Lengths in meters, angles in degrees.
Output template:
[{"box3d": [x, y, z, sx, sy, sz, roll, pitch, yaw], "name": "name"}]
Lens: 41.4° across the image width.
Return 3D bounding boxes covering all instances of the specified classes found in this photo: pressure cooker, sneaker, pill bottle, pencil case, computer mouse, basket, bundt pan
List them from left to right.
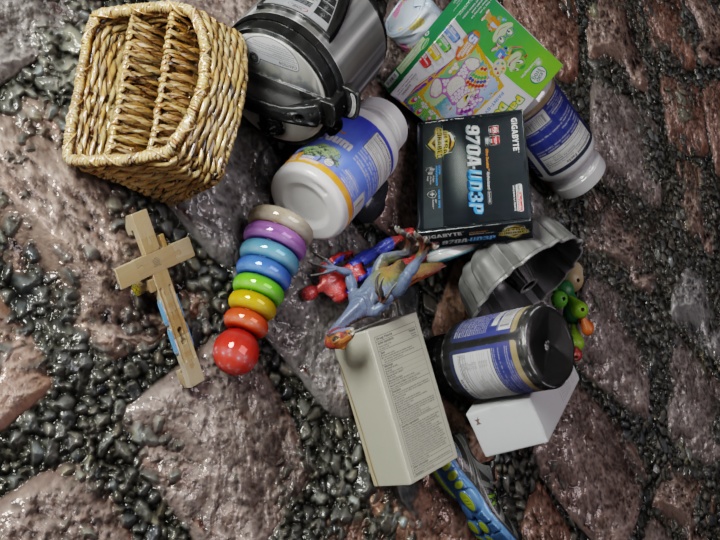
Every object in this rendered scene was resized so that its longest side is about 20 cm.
[{"box3d": [-0.219, -0.195, 1.041, 0.148, 0.142, 0.203, 23, 64, -38], "name": "basket"}, {"box3d": [-0.075, -0.254, 1.171, 0.179, 0.175, 0.201, 53, 50, -22], "name": "pressure cooker"}, {"box3d": [-0.019, -0.141, 1.237, 0.113, 0.111, 0.200, 54, 49, -18], "name": "pill bottle"}, {"box3d": [0.034, -0.147, 1.343, 0.059, 0.034, 0.202, 41, 54, -27], "name": "computer mouse"}, {"box3d": [0.129, -0.335, 1.444, 0.199, 0.090, 0.084, 33, 70, -31], "name": "pencil case"}, {"box3d": [0.141, -0.093, 1.404, 0.199, 0.079, 0.132, -30, 96, -46], "name": "sneaker"}, {"box3d": [0.173, 0.309, 1.324, 0.083, 0.070, 0.201, -43, 106, -34], "name": "sneaker"}, {"box3d": [0.181, 0.116, 1.294, 0.111, 0.199, 0.113, 13, 71, -40], "name": "pill bottle"}, {"box3d": [0.224, -0.005, 1.389, 0.200, 0.203, 0.076, -10, 55, -44], "name": "bundt pan"}, {"box3d": [0.313, -0.220, 1.570, 0.200, 0.115, 0.116, 47, 52, -25], "name": "pill bottle"}]

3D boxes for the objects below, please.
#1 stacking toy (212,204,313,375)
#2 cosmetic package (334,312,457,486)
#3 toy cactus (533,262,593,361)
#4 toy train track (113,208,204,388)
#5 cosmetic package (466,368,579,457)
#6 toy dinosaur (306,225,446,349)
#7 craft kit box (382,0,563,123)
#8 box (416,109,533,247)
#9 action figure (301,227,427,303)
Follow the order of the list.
[{"box3d": [-0.125, 0.027, 1.123, 0.085, 0.085, 0.202, 34, 63, -32], "name": "stacking toy"}, {"box3d": [0.046, 0.167, 1.241, 0.103, 0.073, 0.203, -16, 89, -44], "name": "cosmetic package"}, {"box3d": [0.327, 0.032, 1.549, 0.202, 0.101, 0.165, 62, 28, -8], "name": "toy cactus"}, {"box3d": [-0.222, 0.034, 1.058, 0.114, 0.032, 0.202, -29, 105, -51], "name": "toy train track"}, {"box3d": [0.237, 0.180, 1.367, 0.200, 0.101, 0.072, -38, 105, -58], "name": "cosmetic package"}, {"box3d": [0.029, 0.035, 1.199, 0.200, 0.105, 0.183, 37, 83, -41], "name": "toy dinosaur"}, {"box3d": [0.168, -0.289, 1.411, 0.197, 0.200, 0.049, 31, 18, -35], "name": "craft kit box"}, {"box3d": [0.159, -0.130, 1.350, 0.046, 0.157, 0.202, 68, 21, -55], "name": "box"}, {"box3d": [0.000, 0.000, 1.262, 0.199, 0.051, 0.066, -23, 89, -39], "name": "action figure"}]
